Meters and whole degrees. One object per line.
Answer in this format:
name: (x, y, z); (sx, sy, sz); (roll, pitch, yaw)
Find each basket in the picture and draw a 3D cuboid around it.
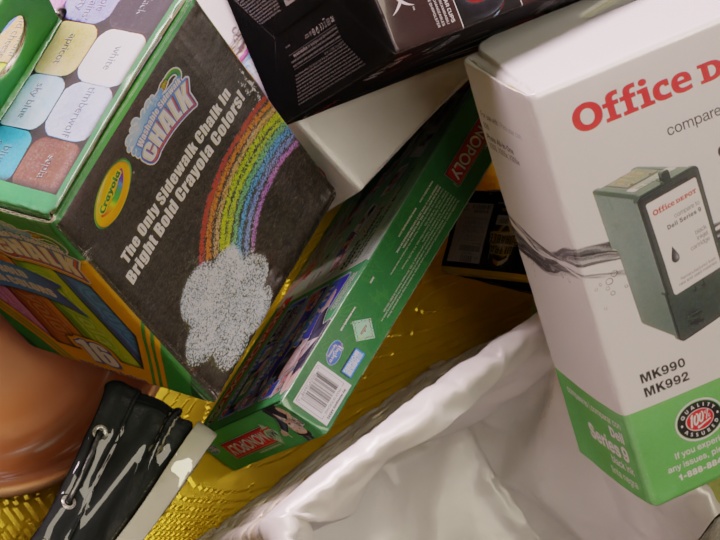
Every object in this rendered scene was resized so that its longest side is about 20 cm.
basket: (0.056, 0.153, 1.360); (0.198, 0.161, 0.200); (-35, 92, -24)

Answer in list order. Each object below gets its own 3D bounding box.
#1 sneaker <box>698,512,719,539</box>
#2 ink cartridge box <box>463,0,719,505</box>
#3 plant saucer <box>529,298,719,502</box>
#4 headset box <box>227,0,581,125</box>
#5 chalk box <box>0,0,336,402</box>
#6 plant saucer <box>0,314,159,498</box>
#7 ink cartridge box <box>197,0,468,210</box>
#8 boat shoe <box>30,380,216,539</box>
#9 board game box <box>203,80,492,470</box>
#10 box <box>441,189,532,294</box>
sneaker: (0.124, 0.182, 1.255); (0.087, 0.076, 0.200); (32, 70, -13)
ink cartridge box: (0.146, -0.022, 1.243); (0.145, 0.084, 0.201); (-23, 111, -11)
plant saucer: (0.172, 0.052, 1.497); (0.199, 0.031, 0.201); (5, 77, -21)
headset box: (0.059, -0.143, 1.268); (0.199, 0.149, 0.075); (-23, 90, -24)
chalk box: (-0.124, -0.054, 1.261); (0.125, 0.124, 0.200); (-60, 141, -20)
plant saucer: (-0.185, 0.011, 1.361); (0.199, 0.037, 0.201); (4, 79, -20)
ink cartridge box: (-0.047, -0.140, 1.386); (0.200, 0.147, 0.146); (46, 67, -7)
boat shoe: (-0.151, 0.135, 1.317); (0.066, 0.075, 0.200); (39, 93, -1)
board game box: (0.000, 0.000, 1.383); (0.029, 0.135, 0.200); (36, 69, -10)
box: (0.163, 0.005, 1.392); (0.199, 0.160, 0.050); (14, 85, -22)
